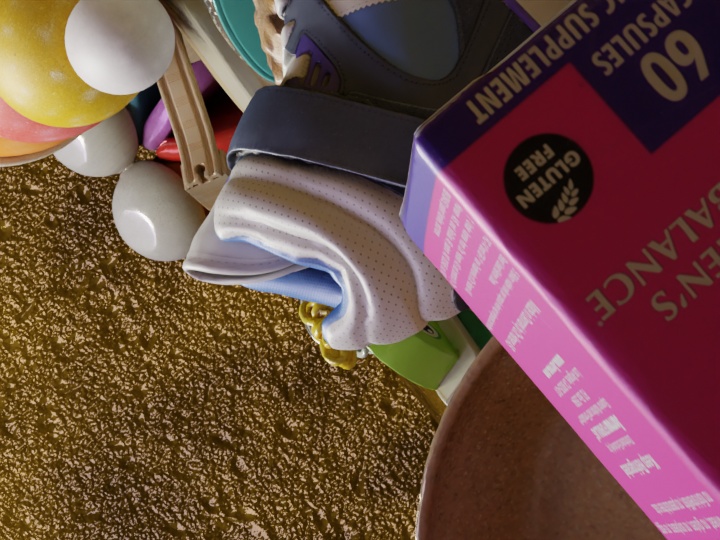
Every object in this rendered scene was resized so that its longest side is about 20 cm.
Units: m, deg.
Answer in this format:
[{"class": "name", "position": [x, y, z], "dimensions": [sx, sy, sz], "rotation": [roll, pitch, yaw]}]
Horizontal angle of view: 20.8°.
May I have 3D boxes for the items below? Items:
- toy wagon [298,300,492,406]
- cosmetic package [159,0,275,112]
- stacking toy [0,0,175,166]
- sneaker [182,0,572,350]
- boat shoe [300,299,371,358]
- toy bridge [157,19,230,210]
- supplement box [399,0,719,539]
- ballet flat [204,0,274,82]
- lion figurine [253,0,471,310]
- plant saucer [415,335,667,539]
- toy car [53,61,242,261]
[{"class": "toy wagon", "position": [0.066, 0.043, 0.748], "dimensions": [0.199, 0.040, 0.155], "rotation": [25, -160, -34]}, {"class": "cosmetic package", "position": [-0.072, -0.158, 0.935], "dimensions": [0.105, 0.071, 0.200], "rotation": [47, 175, 48]}, {"class": "stacking toy", "position": [-0.142, -0.110, 0.932], "dimensions": [0.146, 0.146, 0.200], "rotation": [52, 164, -29]}, {"class": "sneaker", "position": [-0.018, -0.068, 0.632], "dimensions": [0.200, 0.146, 0.081], "rotation": [48, 175, 24]}, {"class": "boat shoe", "position": [0.000, 0.000, 0.836], "dimensions": [0.072, 0.071, 0.200], "rotation": [37, 178, 40]}, {"class": "toy bridge", "position": [-0.097, -0.136, 1.055], "dimensions": [0.067, 0.027, 0.201], "rotation": [42, -145, -61]}, {"class": "supplement box", "position": [0.109, 0.025, 0.409], "dimensions": [0.200, 0.101, 0.103], "rotation": [49, 175, 6]}, {"class": "ballet flat", "position": [-0.051, -0.165, 0.803], "dimensions": [0.200, 0.067, 0.076], "rotation": [65, -172, -53]}, {"class": "lion figurine", "position": [0.031, -0.051, 0.743], "dimensions": [0.200, 0.072, 0.123], "rotation": [49, -168, -20]}, {"class": "plant saucer", "position": [0.112, 0.082, 0.519], "dimensions": [0.200, 0.200, 0.035], "rotation": [50, -151, 5]}, {"class": "toy car", "position": [-0.130, -0.120, 1.503], "dimensions": [0.200, 0.175, 0.150], "rotation": [51, 141, -7]}]
